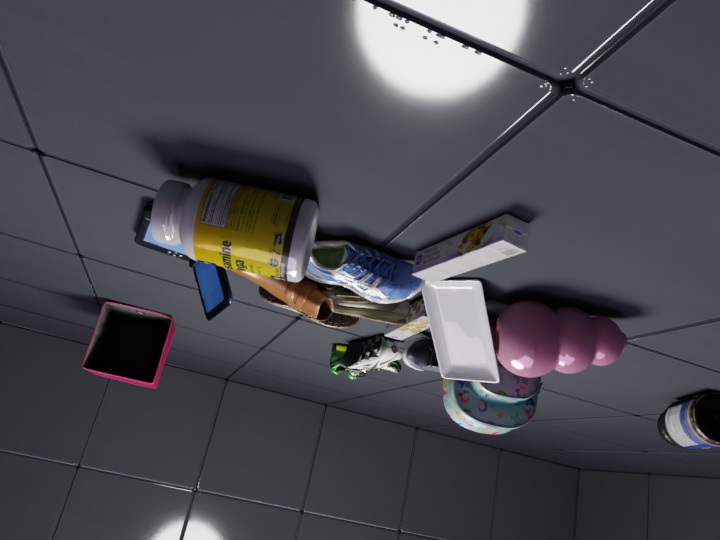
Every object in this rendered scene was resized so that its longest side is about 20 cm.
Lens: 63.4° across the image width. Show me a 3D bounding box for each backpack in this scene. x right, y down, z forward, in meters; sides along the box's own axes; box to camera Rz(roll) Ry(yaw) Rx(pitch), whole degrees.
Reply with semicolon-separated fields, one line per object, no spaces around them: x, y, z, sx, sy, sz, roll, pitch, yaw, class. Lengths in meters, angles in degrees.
0.249;0.201;1.095;0.177;0.200;0.151;15;160;-5;backpack

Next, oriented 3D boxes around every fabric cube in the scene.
-0.667;0.223;1.706;0.196;0.200;0.199;16;162;-11;fabric cube

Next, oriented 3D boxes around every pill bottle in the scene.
-0.163;-0.058;0.770;0.200;0.113;0.112;12;160;1;pill bottle
0.750;0.341;1.304;0.112;0.112;0.200;10;160;6;pill bottle

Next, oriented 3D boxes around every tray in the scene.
0.172;0.100;0.986;0.107;0.022;0.200;0;117;31;tray

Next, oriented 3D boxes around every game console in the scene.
-0.303;-0.006;0.984;0.171;0.118;0.200;20;158;-20;game console

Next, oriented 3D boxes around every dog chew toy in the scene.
0.322;0.112;0.939;0.200;0.125;0.125;1;159;7;dog chew toy

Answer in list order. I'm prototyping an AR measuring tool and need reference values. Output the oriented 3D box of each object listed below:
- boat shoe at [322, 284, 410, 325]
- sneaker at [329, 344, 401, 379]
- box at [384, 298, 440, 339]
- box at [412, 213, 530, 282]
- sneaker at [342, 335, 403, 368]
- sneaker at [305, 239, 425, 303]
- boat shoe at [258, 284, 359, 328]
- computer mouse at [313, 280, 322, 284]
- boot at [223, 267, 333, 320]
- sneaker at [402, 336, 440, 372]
-0.011;0.051;1.054;0.200;0.063;0.073;11;177;11;boat shoe
0.013;0.251;1.541;0.200;0.085;0.078;3;158;23;sneaker
0.100;0.093;1.105;0.041;0.039;0.200;18;159;-14;box
0.142;-0.025;0.783;0.041;0.039;0.200;22;158;-22;box
0.029;0.214;1.444;0.088;0.074;0.200;25;157;-26;sneaker
0.000;0.000;0.881;0.200;0.076;0.077;10;164;3;sneaker
-0.098;0.057;1.129;0.200;0.072;0.076;23;173;-7;boat shoe
-0.007;0.009;0.989;0.200;0.034;0.059;2;-177;39;computer mouse
-0.123;0.013;0.919;0.155;0.074;0.200;36;-178;19;boot
0.204;0.193;1.260;0.202;0.077;0.146;13;174;-31;sneaker
